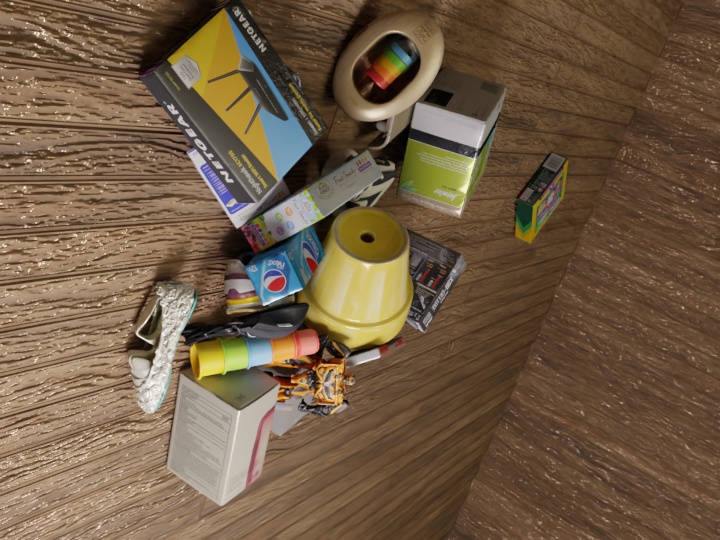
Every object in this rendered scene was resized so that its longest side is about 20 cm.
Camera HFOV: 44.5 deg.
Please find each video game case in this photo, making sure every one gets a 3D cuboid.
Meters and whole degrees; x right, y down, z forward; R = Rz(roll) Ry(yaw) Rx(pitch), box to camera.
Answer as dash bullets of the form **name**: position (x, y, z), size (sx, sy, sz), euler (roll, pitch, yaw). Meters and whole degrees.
- **video game case**: position (-0.007, 0.155, 1.574), size (0.200, 0.142, 0.018), euler (-8, 80, -75)

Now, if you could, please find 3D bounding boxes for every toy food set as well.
- **toy food set**: position (0.062, -0.318, 1.499), size (0.144, 0.060, 0.201), euler (-49, 156, -54)

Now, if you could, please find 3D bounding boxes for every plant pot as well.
- **plant pot**: position (0.000, 0.000, 1.486), size (0.201, 0.200, 0.189), euler (-43, 159, -36)

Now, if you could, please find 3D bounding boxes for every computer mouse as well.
- **computer mouse**: position (-0.175, 0.090, 1.339), size (0.200, 0.140, 0.046), euler (-13, 91, -55)

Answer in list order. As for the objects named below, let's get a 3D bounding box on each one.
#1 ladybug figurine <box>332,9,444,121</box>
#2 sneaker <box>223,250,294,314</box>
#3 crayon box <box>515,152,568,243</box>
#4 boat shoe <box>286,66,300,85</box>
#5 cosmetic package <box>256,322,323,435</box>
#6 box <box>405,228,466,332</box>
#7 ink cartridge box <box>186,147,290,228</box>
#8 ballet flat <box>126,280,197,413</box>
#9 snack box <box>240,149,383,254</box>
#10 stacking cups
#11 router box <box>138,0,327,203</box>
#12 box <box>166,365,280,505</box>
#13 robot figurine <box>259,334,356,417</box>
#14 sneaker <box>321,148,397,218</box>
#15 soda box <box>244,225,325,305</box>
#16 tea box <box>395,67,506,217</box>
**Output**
- **ladybug figurine**: position (0.045, -0.317, 1.361), size (0.200, 0.136, 0.072), euler (-39, -173, 10)
- **sneaker**: position (-0.154, 0.012, 1.378), size (0.200, 0.075, 0.091), euler (-26, 112, -76)
- **crayon box**: position (0.513, -0.206, 2.501), size (0.200, 0.058, 0.173), euler (-50, 155, -24)
- **boat shoe**: position (-0.111, -0.200, 1.245), size (0.072, 0.068, 0.201), euler (-40, 149, -40)
- **cosmetic package**: position (-0.133, 0.183, 1.584), size (0.107, 0.090, 0.201), euler (-35, 142, -52)
- **box**: position (0.076, 0.003, 1.674), size (0.158, 0.200, 0.050), euler (-57, 151, -13)
- **ink cartridge box**: position (-0.167, -0.139, 1.201), size (0.095, 0.037, 0.200), euler (-33, 153, -5)
- **ballet flat**: position (-0.290, 0.102, 1.230), size (0.072, 0.072, 0.201), euler (0, 113, -63)
- **snack box**: position (-0.070, -0.106, 1.323), size (0.142, 0.053, 0.200), euler (-27, -172, 35)
- **stacking cups**: position (-0.165, 0.123, 1.382), size (0.199, 0.061, 0.061), euler (-9, 129, -26)
- **router box**: position (-0.149, -0.204, 1.072), size (0.149, 0.051, 0.200), euler (-51, 120, -24)
- **box**: position (-0.223, 0.251, 1.422), size (0.109, 0.128, 0.201), euler (-28, 140, -53)
- **robot figurine**: position (-0.107, 0.176, 1.464), size (0.058, 0.199, 0.146), euler (-48, 141, -73)
- **sneaker**: position (0.005, -0.170, 1.497), size (0.130, 0.079, 0.199), euler (-53, 155, -23)
- **soda box**: position (-0.109, -0.015, 1.323), size (0.200, 0.068, 0.064), euler (-66, 133, -73)
- **tea box**: position (0.170, -0.240, 1.635), size (0.200, 0.133, 0.197), euler (-57, 163, -53)
